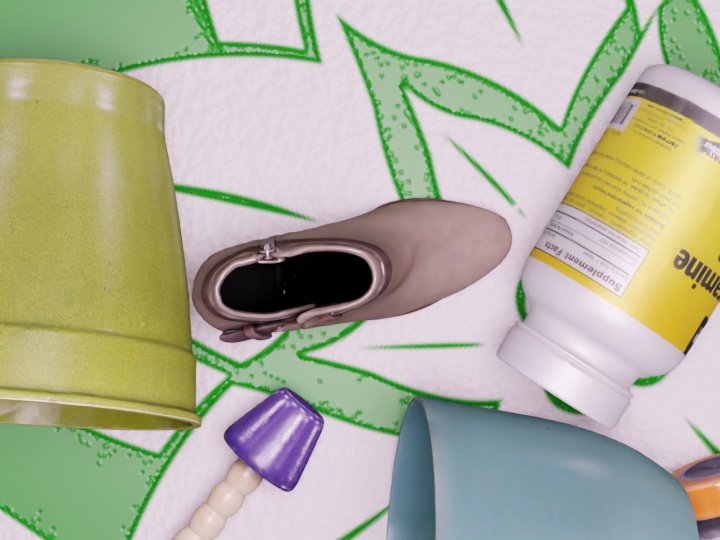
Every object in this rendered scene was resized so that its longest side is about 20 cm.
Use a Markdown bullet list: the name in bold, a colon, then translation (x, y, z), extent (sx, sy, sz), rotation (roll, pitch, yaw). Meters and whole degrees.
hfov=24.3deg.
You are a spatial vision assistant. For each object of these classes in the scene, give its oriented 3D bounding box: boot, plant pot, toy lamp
- **boot**: translation (0.000, 0.000, 0.980), extent (0.198, 0.146, 0.071), rotation (-15, 91, -2)
- **plant pot**: translation (0.105, 0.180, 0.970), extent (0.159, 0.201, 0.203), rotation (4, 92, -7)
- **plant pot**: translation (-0.183, -0.013, 0.964), extent (0.198, 0.200, 0.195), rotation (4, 81, -2)
- **toy lamp**: translation (-0.096, 0.160, 1.030), extent (0.058, 0.058, 0.201), rotation (38, 93, -3)

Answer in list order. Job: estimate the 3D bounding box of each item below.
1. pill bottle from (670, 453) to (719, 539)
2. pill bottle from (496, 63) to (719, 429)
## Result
- **pill bottle**: translation (0.246, 0.213, 1.017), extent (0.105, 0.106, 0.202), rotation (-19, 92, -1)
- **pill bottle**: translation (0.168, -0.011, 1.002), extent (0.112, 0.112, 0.201), rotation (32, 92, -3)
